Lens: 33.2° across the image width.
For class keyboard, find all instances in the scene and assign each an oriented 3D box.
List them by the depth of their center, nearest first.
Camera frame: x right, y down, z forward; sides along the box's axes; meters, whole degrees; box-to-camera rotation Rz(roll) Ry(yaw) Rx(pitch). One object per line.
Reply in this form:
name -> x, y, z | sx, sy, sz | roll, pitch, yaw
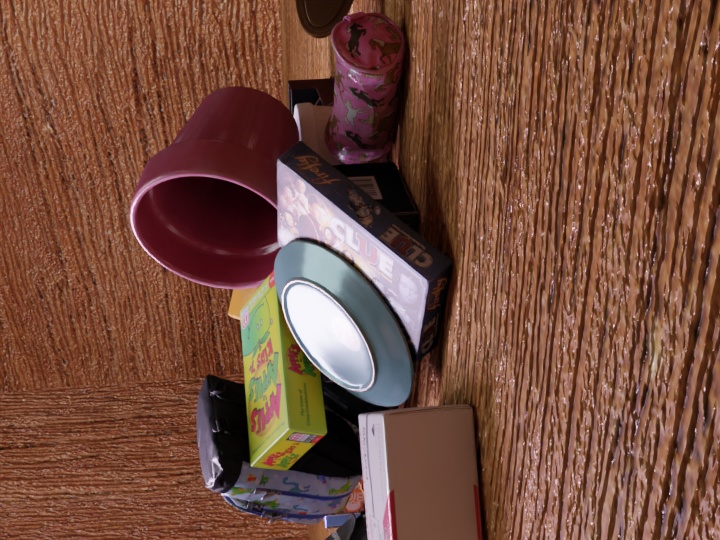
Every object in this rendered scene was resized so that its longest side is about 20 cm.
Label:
keyboard -> -0.025, 0.137, 1.440 | 0.021, 0.199, 0.127 | -50, -19, -27

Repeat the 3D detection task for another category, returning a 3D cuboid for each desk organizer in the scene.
desk organizer -> -0.073, -0.259, 1.976 | 0.200, 0.076, 0.072 | -110, 17, -67

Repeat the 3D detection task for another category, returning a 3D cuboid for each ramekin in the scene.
ramekin -> -0.025, -0.111, 1.521 | 0.200, 0.104, 0.202 | 177, 90, -84

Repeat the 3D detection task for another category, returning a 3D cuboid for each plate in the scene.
plate -> -0.026, 0.061, 1.224 | 0.200, 0.026, 0.201 | 36, 146, 29

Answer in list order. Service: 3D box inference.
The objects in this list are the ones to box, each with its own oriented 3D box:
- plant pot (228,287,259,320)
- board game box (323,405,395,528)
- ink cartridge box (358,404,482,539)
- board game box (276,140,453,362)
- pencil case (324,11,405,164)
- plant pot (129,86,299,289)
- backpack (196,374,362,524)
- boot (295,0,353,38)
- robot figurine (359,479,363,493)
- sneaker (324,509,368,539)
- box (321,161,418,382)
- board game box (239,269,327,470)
plant pot -> -0.075, -0.006, 1.734 | 0.200, 0.199, 0.185 | -169, 90, -83
board game box -> -0.010, 0.212, 1.604 | 0.160, 0.096, 0.201 | -113, 21, -71
ink cartridge box -> 0.052, 0.200, 1.112 | 0.200, 0.082, 0.148 | 131, 135, -81
board game box -> -0.001, -0.017, 1.165 | 0.200, 0.035, 0.136 | 40, 150, 23
pencil case -> 0.003, -0.198, 1.336 | 0.200, 0.086, 0.083 | 100, -164, -64
plant pot -> -0.150, -0.107, 1.409 | 0.201, 0.198, 0.180 | 94, -174, -50
backpack -> -0.092, 0.220, 1.442 | 0.163, 0.199, 0.155 | -113, 31, -55
boot -> -0.042, -0.340, 1.495 | 0.155, 0.073, 0.201 | 106, 173, -66
robot figurine -> 0.034, 0.343, 1.458 | 0.145, 0.058, 0.202 | 122, 145, -81
sneaker -> 0.010, 0.287, 1.305 | 0.066, 0.090, 0.201 | 180, 109, -83
box -> 0.000, 0.000, 1.351 | 0.149, 0.106, 0.201 | -107, 16, -63
board game box -> -0.090, 0.110, 1.362 | 0.102, 0.047, 0.201 | -46, 41, 45
